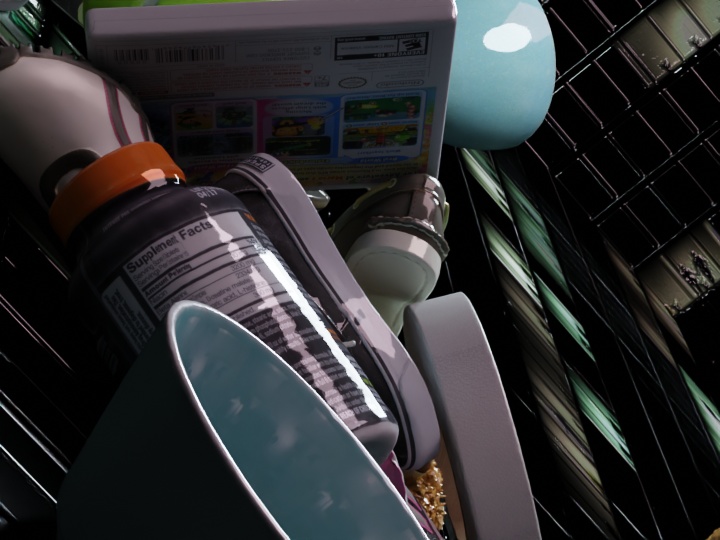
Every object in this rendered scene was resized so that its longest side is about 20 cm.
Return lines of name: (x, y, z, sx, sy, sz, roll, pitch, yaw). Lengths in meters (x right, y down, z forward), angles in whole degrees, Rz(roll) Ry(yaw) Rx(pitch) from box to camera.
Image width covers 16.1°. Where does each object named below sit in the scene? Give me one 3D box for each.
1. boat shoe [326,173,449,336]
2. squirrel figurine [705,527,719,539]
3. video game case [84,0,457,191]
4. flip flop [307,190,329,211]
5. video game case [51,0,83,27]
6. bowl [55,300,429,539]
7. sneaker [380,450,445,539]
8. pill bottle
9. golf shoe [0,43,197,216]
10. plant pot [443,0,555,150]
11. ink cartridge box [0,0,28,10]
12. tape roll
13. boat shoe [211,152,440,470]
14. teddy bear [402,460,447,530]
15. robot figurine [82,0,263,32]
boat shoe: (0.003, 0.001, 1.559, 0.072, 0.060, 0.202, 22, -26, -12)
squirrel figurine: (0.331, 0.296, 2.041, 0.200, 0.142, 0.187, 59, 6, 25)
video game case: (-0.051, -0.096, 1.435, 0.182, 0.200, 0.024, 94, -8, -63)
flip flop: (-0.086, -0.045, 1.651, 0.081, 0.058, 0.200, 43, 25, 7)
video game case: (-0.236, -0.257, 1.775, 0.181, 0.036, 0.200, 41, 14, -45)
bowl: (-0.052, 0.122, 1.064, 0.201, 0.105, 0.201, 49, 10, -11)
sneaker: (0.002, 0.143, 1.355, 0.200, 0.080, 0.086, 61, 1, -4)
pill bottle: (-0.076, 0.031, 1.272, 0.200, 0.106, 0.106, 55, 11, 18)
golf shoe: (-0.134, -0.040, 1.367, 0.200, 0.077, 0.088, 45, 19, -27)
plant pot: (0.093, -0.222, 2.733, 0.135, 0.200, 0.200, -11, 56, -39)
ink cartridge box: (-0.180, -0.250, 1.535, 0.084, 0.200, 0.145, 51, 11, 1)
tape roll: (0.066, 0.114, 1.484, 0.203, 0.037, 0.203, 167, -90, -85)
boat shoe: (-0.028, 0.036, 1.376, 0.074, 0.068, 0.199, 8, -48, 57)
teddy bear: (-0.018, 0.074, 1.484, 0.145, 0.067, 0.200, 35, 19, -51)
robot figurine: (-0.090, -0.148, 1.615, 0.200, 0.116, 0.175, 36, 37, 1)
